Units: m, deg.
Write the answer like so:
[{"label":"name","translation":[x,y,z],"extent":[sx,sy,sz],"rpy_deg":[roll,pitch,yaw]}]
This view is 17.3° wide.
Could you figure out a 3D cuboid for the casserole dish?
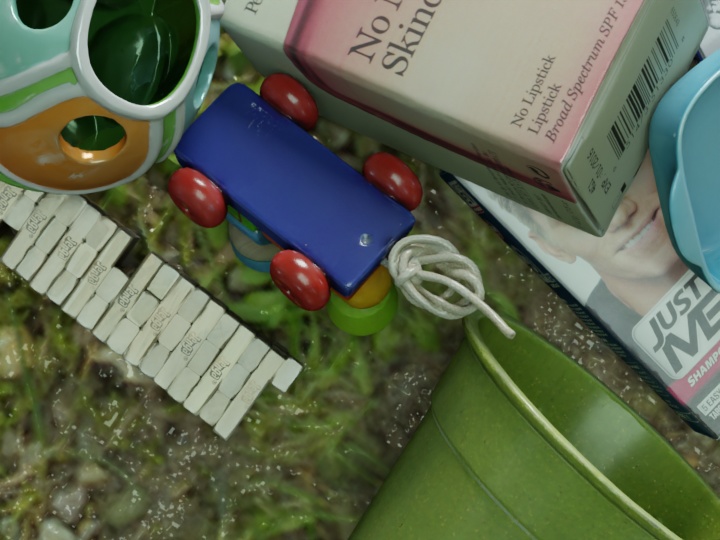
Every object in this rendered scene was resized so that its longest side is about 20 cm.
[{"label":"casserole dish","translation":[0.212,-0.073,1.184],"extent":[0.199,0.039,0.122],"rpy_deg":[-34,122,-28]}]

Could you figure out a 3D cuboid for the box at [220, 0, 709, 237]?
[{"label":"box","translation":[0.053,-0.123,1.165],"extent":[0.199,0.109,0.129],"rpy_deg":[24,82,22]}]

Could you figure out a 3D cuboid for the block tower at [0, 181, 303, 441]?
[{"label":"block tower","translation":[-0.124,0.010,1.230],"extent":[0.199,0.054,0.058],"rpy_deg":[37,90,-2]}]

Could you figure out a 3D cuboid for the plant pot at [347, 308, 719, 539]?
[{"label":"plant pot","translation":[0.068,0.153,1.188],"extent":[0.200,0.200,0.190],"rpy_deg":[41,101,-3]}]

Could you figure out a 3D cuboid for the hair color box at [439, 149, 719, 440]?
[{"label":"hair color box","translation":[0.146,-0.016,1.237],"extent":[0.200,0.061,0.100],"rpy_deg":[44,89,-2]}]

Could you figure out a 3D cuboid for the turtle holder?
[{"label":"turtle holder","translation":[-0.121,-0.125,1.136],"extent":[0.186,0.131,0.141],"rpy_deg":[-50,114,-21]}]

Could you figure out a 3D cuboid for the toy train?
[{"label":"toy train","translation":[0.000,0.000,1.174],"extent":[0.200,0.116,0.085],"rpy_deg":[38,75,21]}]

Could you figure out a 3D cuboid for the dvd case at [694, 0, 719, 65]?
[{"label":"dvd case","translation":[0.242,-0.152,1.257],"extent":[0.150,0.025,0.201],"rpy_deg":[-28,93,-2]}]
